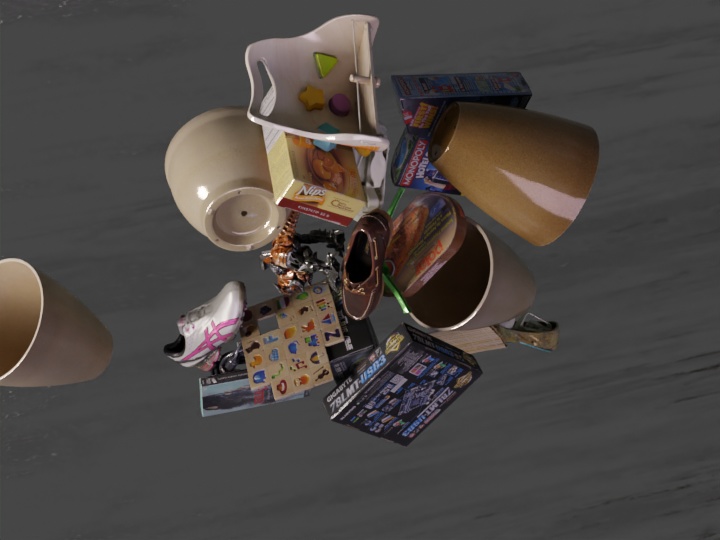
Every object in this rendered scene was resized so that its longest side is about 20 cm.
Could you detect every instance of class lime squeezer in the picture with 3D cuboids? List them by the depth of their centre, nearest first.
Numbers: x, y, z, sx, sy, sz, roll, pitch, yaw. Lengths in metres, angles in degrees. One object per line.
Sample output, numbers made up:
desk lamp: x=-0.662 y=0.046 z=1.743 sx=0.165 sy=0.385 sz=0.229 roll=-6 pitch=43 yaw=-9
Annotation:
lime squeezer: x=0.043 y=-0.032 z=1.629 sx=0.037 sy=0.202 sz=0.070 roll=1 pitch=175 yaw=-38

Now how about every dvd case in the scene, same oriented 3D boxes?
dvd case: x=-0.180 y=0.204 z=1.780 sx=0.198 sy=0.022 sz=0.146 roll=-10 pitch=154 yaw=-14

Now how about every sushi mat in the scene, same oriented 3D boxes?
sushi mat: x=0.162 y=0.133 z=1.855 sx=0.199 sy=0.012 sz=0.096 roll=-14 pitch=140 yaw=31

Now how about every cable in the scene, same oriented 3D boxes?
cable: x=-0.159 y=0.167 z=1.786 sx=0.199 sy=0.051 sz=0.163 roll=-1 pitch=146 yaw=-34

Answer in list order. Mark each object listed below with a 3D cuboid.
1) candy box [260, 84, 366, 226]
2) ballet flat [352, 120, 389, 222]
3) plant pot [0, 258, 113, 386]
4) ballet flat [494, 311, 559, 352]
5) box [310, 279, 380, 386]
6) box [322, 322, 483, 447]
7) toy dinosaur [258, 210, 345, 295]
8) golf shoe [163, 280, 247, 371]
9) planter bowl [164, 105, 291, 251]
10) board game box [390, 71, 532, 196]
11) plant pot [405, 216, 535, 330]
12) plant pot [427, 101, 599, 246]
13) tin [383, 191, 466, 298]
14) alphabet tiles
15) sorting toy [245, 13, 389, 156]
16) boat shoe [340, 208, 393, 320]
candy box: x=-0.068 y=-0.161 z=1.406 sx=0.115 sy=0.201 sz=0.055 roll=17 pitch=131 yaw=-31
ballet flat: x=0.012 y=-0.135 z=1.557 sx=0.069 sy=0.070 sz=0.201 roll=-6 pitch=135 yaw=-12
plant pot: x=-0.482 y=0.103 z=1.566 sx=0.187 sy=0.188 sz=0.200 roll=-34 pitch=148 yaw=16
ballet flat: x=0.286 y=0.104 z=1.892 sx=0.198 sy=0.071 sz=0.071 roll=11 pitch=129 yaw=-25
box: x=-0.010 y=0.141 z=1.752 sx=0.085 sy=0.164 sz=0.201 roll=-19 pitch=136 yaw=2
box: x=0.072 y=0.192 z=1.680 sx=0.198 sy=0.050 sz=0.200 roll=25 pitch=117 yaw=-43
toy dinosaur: x=-0.096 y=-0.022 z=1.615 sx=0.134 sy=0.103 sz=0.200 roll=6 pitch=164 yaw=4
golf shoe: x=-0.254 y=0.091 z=1.687 sx=0.092 sy=0.073 sz=0.200 roll=16 pitch=127 yaw=-29
planter bowl: x=-0.174 y=-0.115 z=1.466 sx=0.198 sy=0.135 sz=0.201 roll=-10 pitch=135 yaw=-10
board game box: x=0.121 y=-0.214 z=1.519 sx=0.198 sy=0.062 sz=0.201 roll=7 pitch=131 yaw=-24
plant pot: x=0.199 y=0.018 z=1.700 sx=0.199 sy=0.188 sz=0.187 roll=13 pitch=130 yaw=-47
plant pot: x=0.203 y=-0.157 z=1.448 sx=0.199 sy=0.187 sz=0.187 roll=21 pitch=125 yaw=-18
tin: x=0.090 y=-0.038 z=1.644 sx=0.042 sy=0.112 sz=0.200 roll=16 pitch=128 yaw=-44
alphabet tiles: x=-0.111 y=0.115 z=1.665 sx=0.166 sy=0.201 sz=0.008 roll=-19 pitch=139 yaw=1
sorting toy: x=-0.065 y=-0.241 z=1.367 sx=0.178 sy=0.202 sz=0.107 roll=4 pitch=155 yaw=-17
boat shoe: x=0.000 y=0.000 z=1.587 sx=0.070 sy=0.070 sz=0.201 roll=20 pitch=127 yaw=17
